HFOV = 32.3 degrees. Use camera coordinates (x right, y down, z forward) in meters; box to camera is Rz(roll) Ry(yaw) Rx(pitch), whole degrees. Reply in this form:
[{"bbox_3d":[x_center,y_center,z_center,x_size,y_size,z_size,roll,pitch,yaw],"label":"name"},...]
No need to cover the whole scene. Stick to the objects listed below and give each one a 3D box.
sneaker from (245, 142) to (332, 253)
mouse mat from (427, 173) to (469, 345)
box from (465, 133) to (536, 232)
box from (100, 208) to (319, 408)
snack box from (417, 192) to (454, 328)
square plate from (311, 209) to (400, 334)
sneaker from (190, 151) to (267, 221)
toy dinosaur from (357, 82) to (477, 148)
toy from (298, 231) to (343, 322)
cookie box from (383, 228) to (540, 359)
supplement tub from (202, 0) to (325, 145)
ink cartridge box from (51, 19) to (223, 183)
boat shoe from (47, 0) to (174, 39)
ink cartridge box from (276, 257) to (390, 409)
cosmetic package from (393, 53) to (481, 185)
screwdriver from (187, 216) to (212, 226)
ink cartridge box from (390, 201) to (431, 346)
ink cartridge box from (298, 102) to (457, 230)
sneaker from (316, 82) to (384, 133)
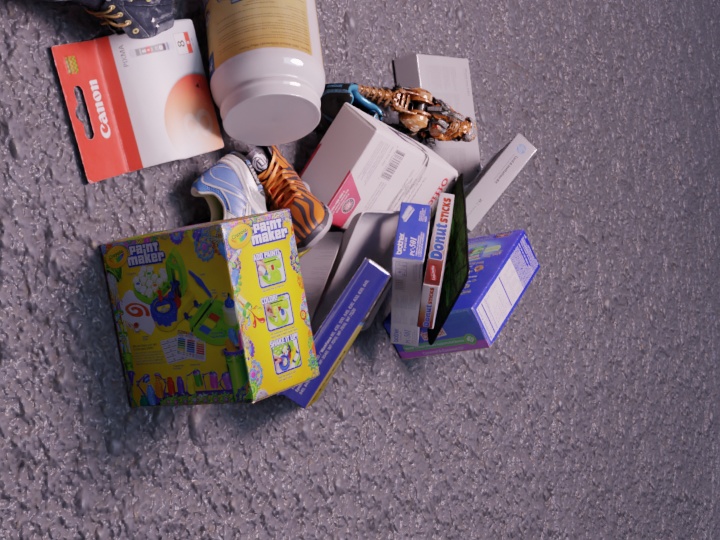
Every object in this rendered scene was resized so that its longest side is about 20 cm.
[{"bbox_3d":[-0.106,-0.099,1.565,0.077,0.200,0.112,-41,118,0],"label":"sneaker"},{"bbox_3d":[0.120,-0.016,1.739,0.007,0.162,0.202,12,46,-11],"label":"mouse mat"},{"bbox_3d":[0.186,-0.121,1.871,0.041,0.200,0.156,39,85,0],"label":"box"},{"bbox_3d":[-0.172,0.045,1.409,0.121,0.198,0.196,-16,98,-51],"label":"box"},{"bbox_3d":[0.101,-0.016,1.640,0.201,0.024,0.073,-76,174,-51],"label":"snack box"},{"bbox_3d":[0.000,0.000,1.684,0.197,0.028,0.202,-7,127,-61],"label":"square plate"},{"bbox_3d":[-0.141,-0.040,1.528,0.076,0.075,0.202,-29,94,-27],"label":"sneaker"},{"bbox_3d":[0.077,-0.236,1.809,0.200,0.135,0.103,42,69,-27],"label":"toy dinosaur"},{"bbox_3d":[-0.094,0.041,1.587,0.047,0.113,0.203,54,46,-48],"label":"toy"},{"bbox_3d":[0.152,0.035,1.855,0.076,0.169,0.200,59,44,-22],"label":"cookie box"},{"bbox_3d":[-0.119,-0.274,1.542,0.144,0.143,0.203,21,54,-48],"label":"supplement tub"},{"bbox_3d":[-0.257,-0.204,1.462,0.199,0.049,0.165,-26,104,-54],"label":"ink cartridge box"},{"bbox_3d":[-0.275,-0.297,1.372,0.199,0.070,0.092,-26,125,-48],"label":"boat shoe"},{"bbox_3d":[-0.027,0.079,1.564,0.199,0.047,0.200,-57,179,1],"label":"ink cartridge box"},{"bbox_3d":[0.124,-0.234,1.955,0.150,0.051,0.204,-6,90,-51],"label":"cosmetic package"},{"bbox_3d":[-0.149,-0.062,1.598,0.199,0.028,0.029,-16,68,-54],"label":"screwdriver"},{"bbox_3d":[0.067,0.008,1.689,0.201,0.043,0.095,90,8,-53],"label":"ink cartridge box"},{"bbox_3d":[0.023,-0.124,1.729,0.199,0.084,0.146,21,107,-49],"label":"ink cartridge box"},{"bbox_3d":[0.004,-0.191,1.769,0.200,0.081,0.074,44,50,-41],"label":"sneaker"}]
